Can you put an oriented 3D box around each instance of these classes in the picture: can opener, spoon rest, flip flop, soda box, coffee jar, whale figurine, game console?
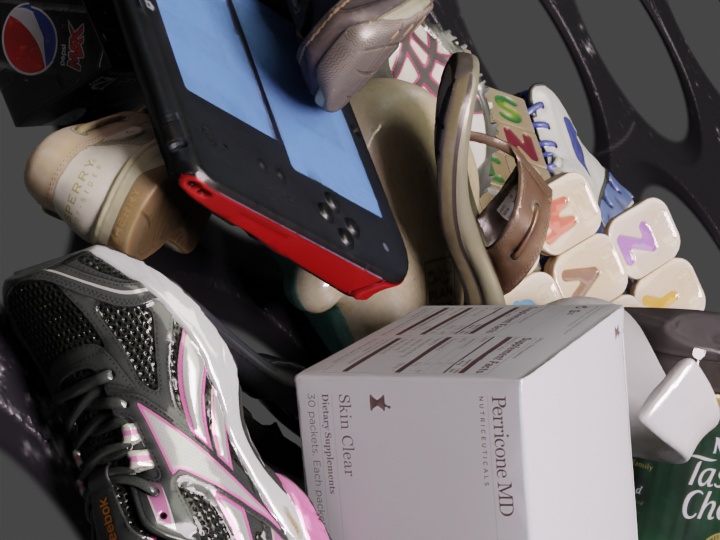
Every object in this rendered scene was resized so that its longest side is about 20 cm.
[{"bbox_3d":[-0.061,0.058,1.038,0.200,0.078,0.064,32,77,-41],"label":"can opener"},{"bbox_3d":[0.127,0.063,1.161,0.061,0.099,0.200,45,-9,-21],"label":"spoon rest"},{"bbox_3d":[0.072,-0.017,1.112,0.081,0.057,0.201,-86,164,-69],"label":"flip flop"},{"bbox_3d":[-0.106,-0.116,1.104,0.200,0.063,0.071,-10,74,-63],"label":"soda box"},{"bbox_3d":[0.174,0.121,1.236,0.104,0.085,0.201,4,98,-33],"label":"coffee jar"},{"bbox_3d":[0.000,0.000,1.173,0.159,0.103,0.202,-17,103,-54],"label":"whale figurine"},{"bbox_3d":[-0.054,-0.089,1.031,0.177,0.031,0.201,34,29,-53],"label":"game console"}]

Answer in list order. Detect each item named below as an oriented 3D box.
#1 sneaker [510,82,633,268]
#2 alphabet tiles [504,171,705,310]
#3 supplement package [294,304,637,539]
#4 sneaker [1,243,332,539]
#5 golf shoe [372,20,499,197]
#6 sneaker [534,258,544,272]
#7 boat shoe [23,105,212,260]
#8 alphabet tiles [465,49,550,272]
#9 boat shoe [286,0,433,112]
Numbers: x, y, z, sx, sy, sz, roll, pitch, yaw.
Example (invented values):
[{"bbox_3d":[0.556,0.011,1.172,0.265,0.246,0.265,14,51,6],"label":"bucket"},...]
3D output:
[{"bbox_3d":[0.113,-0.054,1.442,0.115,0.080,0.200,53,20,-8],"label":"sneaker"},{"bbox_3d":[0.130,0.050,1.283,0.195,0.015,0.201,-29,101,-27],"label":"alphabet tiles"},{"bbox_3d":[0.057,0.129,1.025,0.156,0.110,0.202,-26,112,-64],"label":"supplement package"},{"bbox_3d":[-0.087,0.082,0.932,0.200,0.080,0.086,53,37,-5],"label":"sneaker"},{"bbox_3d":[0.012,-0.118,1.230,0.088,0.077,0.201,-36,117,-29],"label":"golf shoe"},{"bbox_3d":[0.085,0.010,1.317,0.201,0.075,0.071,56,26,-13],"label":"sneaker"},{"bbox_3d":[-0.102,-0.048,1.031,0.065,0.073,0.200,26,12,6],"label":"boat shoe"},{"bbox_3d":[0.046,-0.082,1.330,0.166,0.006,0.201,17,39,-29],"label":"alphabet tiles"},{"bbox_3d":[-0.011,-0.132,1.079,0.073,0.075,0.200,42,14,-5],"label":"boat shoe"}]
